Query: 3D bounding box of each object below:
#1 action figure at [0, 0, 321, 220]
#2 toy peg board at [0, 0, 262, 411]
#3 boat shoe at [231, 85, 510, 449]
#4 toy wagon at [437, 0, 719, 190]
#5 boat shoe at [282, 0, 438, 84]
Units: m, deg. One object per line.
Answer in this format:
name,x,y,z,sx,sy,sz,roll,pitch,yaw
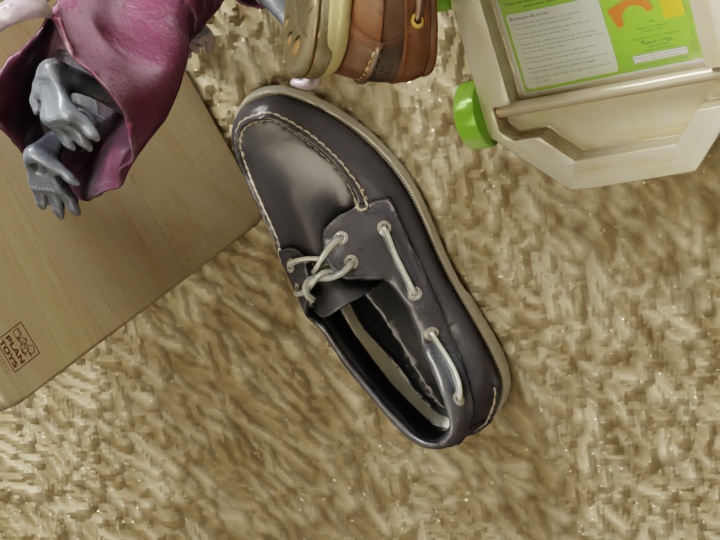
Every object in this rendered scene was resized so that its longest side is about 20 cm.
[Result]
action figure,-0.100,-0.126,1.318,0.134,0.200,0.149,-4,137,50
toy peg board,-0.182,-0.056,1.385,0.098,0.199,0.200,-19,105,45
boat shoe,0.000,0.000,1.398,0.073,0.063,0.200,-31,98,32
toy wagon,0.103,-0.136,1.305,0.155,0.040,0.200,-9,108,26
boat shoe,0.011,-0.177,1.278,0.067,0.072,0.200,9,78,-14
